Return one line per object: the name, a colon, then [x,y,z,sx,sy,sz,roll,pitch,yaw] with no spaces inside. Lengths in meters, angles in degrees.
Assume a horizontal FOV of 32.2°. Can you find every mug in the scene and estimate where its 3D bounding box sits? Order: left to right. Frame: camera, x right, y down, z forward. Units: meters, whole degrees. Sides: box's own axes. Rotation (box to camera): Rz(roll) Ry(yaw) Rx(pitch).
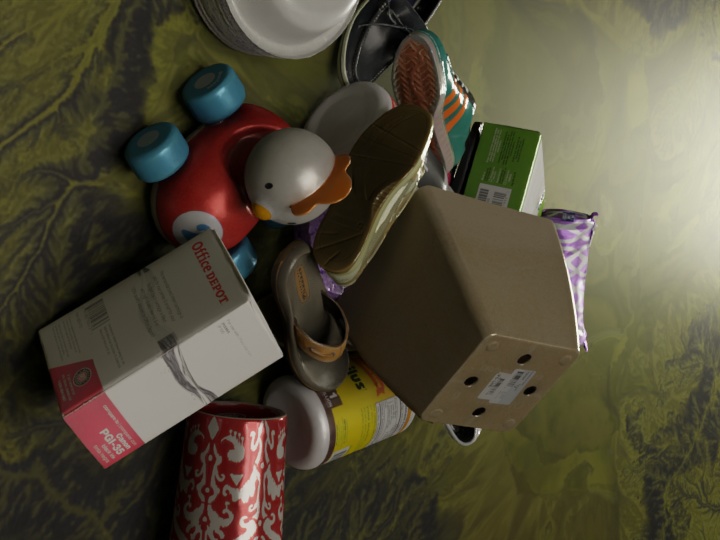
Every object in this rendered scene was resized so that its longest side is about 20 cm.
mug: [-0.144,0.247,1.364,0.132,0.178,0.202,5,94,-5]

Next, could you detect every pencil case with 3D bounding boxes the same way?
pencil case: [0.281,0.010,1.732,0.085,0.084,0.202,3,106,-1]

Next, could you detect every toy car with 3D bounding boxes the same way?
toy car: [-0.097,-0.084,1.245,0.177,0.199,0.185,-50,130,-24]

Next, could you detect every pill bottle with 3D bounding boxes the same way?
pill bottle: [-0.010,0.153,1.459,0.199,0.109,0.110,-16,111,-42]
pill bottle: [0.030,-0.111,1.427,0.200,0.115,0.116,47,68,-42]

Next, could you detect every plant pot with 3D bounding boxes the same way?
plant pot: [0.118,0.058,1.342,0.199,0.178,0.200,13,128,-34]

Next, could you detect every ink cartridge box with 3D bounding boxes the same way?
ink cartridge box: [-0.189,0.069,1.178,0.199,0.147,0.083,-31,127,-4]
ink cartridge box: [0.183,-0.074,1.597,0.200,0.075,0.149,66,39,-67]

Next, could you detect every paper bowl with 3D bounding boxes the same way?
paper bowl: [-0.073,-0.319,1.278,0.200,0.104,0.203,-15,112,-41]

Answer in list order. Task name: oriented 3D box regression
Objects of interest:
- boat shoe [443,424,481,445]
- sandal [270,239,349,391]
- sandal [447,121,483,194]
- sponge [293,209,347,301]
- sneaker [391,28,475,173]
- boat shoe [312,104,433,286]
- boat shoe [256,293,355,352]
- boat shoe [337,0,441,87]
boat shoe: [0.104,0.118,1.523,0.071,0.069,0.202,-11,99,4]
sandal: [-0.041,0.055,1.317,0.082,0.054,0.201,-48,140,-38]
sandal: [0.113,-0.108,1.551,0.075,0.045,0.201,73,34,-55]
sponge: [0.000,0.000,1.450,0.199,0.030,0.113,24,51,-45]
sneaker: [0.090,-0.206,1.459,0.080,0.071,0.201,-47,145,-31]
boat shoe: [0.018,-0.079,1.304,0.202,0.073,0.063,-65,159,-13]
boat shoe: [-0.059,0.069,1.418,0.200,0.066,0.072,7,66,-49]
boat shoe: [0.039,-0.285,1.430,0.201,0.062,0.075,-57,135,-17]
